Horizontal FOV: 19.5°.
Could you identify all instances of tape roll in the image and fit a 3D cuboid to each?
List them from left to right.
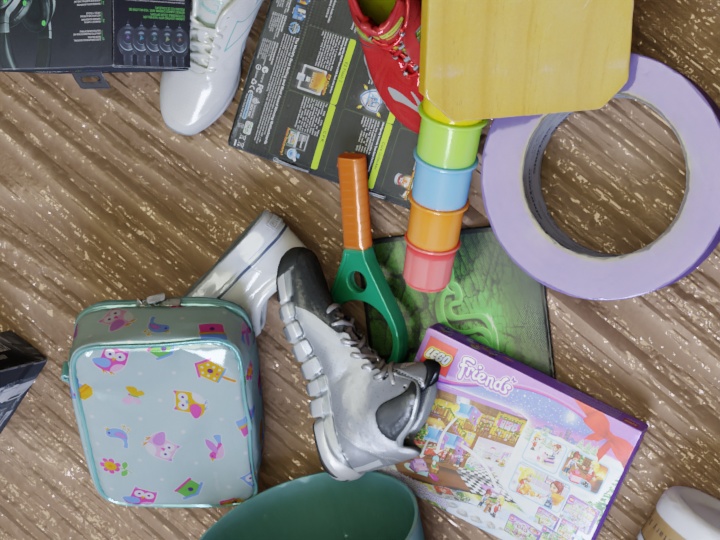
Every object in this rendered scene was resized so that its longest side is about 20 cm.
[{"bbox_3d":[0.202,-0.076,1.691,0.200,0.085,0.200,1,92,14],"label":"tape roll"}]

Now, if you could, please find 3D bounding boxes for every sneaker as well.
[{"bbox_3d":[-0.126,-0.209,1.783,0.070,0.080,0.200,27,102,11],"label":"sneaker"},{"bbox_3d":[-0.120,0.040,1.802,0.071,0.073,0.200,42,111,-6],"label":"sneaker"},{"bbox_3d":[0.008,0.068,1.732,0.115,0.075,0.200,-14,93,23],"label":"sneaker"},{"bbox_3d":[0.023,-0.192,1.680,0.077,0.085,0.200,-19,107,16],"label":"sneaker"}]

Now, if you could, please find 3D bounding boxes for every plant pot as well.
[{"bbox_3d":[-0.024,0.287,1.730,0.200,0.201,0.161,-12,115,16],"label":"plant pot"}]

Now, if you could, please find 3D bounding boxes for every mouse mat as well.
[{"bbox_3d":[0.084,0.065,1.778,0.161,0.008,0.200,-6,93,16],"label":"mouse mat"}]

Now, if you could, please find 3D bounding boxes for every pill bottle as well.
[{"bbox_3d":[0.248,0.285,1.689,0.114,0.114,0.200,31,101,12],"label":"pill bottle"}]

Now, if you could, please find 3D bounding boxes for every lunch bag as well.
[{"bbox_3d":[-0.165,0.109,1.765,0.160,0.077,0.200,0,128,6],"label":"lunch bag"}]

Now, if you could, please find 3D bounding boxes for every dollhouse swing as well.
[{"bbox_3d":[0.110,-0.239,1.626,0.200,0.182,0.176,-7,128,-17],"label":"dollhouse swing"}]

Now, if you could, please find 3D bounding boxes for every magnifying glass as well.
[{"bbox_3d":[0.000,0.000,1.761,0.080,0.022,0.200,8,113,34],"label":"magnifying glass"}]

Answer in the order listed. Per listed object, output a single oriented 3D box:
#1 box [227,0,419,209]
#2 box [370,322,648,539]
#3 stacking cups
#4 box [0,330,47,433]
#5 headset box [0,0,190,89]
[{"bbox_3d":[0.007,-0.169,1.765,0.193,0.048,0.200,18,98,11],"label":"box"},{"bbox_3d":[0.121,0.148,1.749,0.200,0.039,0.137,26,102,13],"label":"box"},{"bbox_3d":[0.065,-0.078,1.694,0.060,0.061,0.200,19,124,14],"label":"stacking cups"},{"bbox_3d":[-0.374,0.151,1.837,0.050,0.158,0.200,36,102,11],"label":"box"},{"bbox_3d":[-0.233,-0.254,1.771,0.174,0.093,0.200,2,94,41],"label":"headset box"}]
